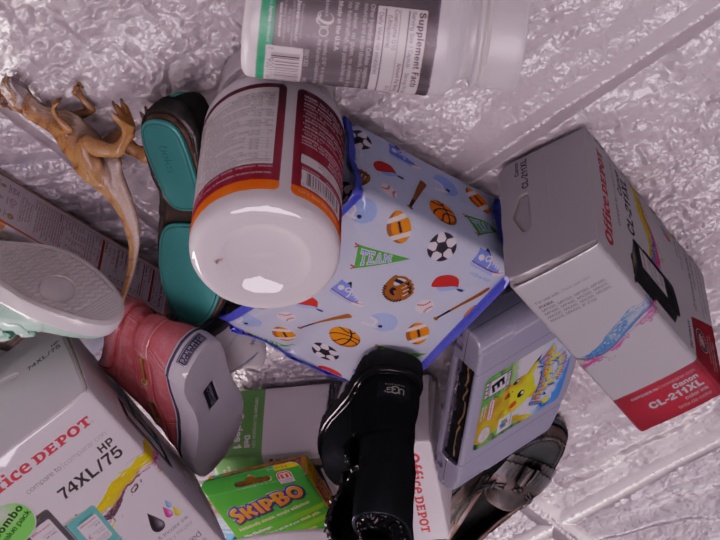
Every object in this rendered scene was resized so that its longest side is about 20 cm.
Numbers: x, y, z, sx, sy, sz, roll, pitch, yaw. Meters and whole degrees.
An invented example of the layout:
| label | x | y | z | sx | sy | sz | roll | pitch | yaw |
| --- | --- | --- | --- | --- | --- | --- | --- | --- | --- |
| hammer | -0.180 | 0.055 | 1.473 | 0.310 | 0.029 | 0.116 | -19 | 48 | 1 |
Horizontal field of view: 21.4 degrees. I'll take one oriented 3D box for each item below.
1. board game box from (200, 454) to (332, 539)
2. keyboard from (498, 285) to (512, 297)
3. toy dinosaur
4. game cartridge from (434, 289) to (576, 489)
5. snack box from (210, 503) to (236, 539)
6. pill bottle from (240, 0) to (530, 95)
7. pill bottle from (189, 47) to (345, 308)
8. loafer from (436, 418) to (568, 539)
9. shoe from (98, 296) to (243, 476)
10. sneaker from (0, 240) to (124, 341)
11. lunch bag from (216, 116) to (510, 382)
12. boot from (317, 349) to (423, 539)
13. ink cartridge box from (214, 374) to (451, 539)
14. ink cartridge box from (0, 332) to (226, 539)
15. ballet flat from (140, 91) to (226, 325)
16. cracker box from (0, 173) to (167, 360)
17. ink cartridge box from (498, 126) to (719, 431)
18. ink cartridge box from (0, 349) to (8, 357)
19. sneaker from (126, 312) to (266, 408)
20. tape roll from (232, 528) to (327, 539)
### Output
| label | x | y | z | sx | sy | sz | roll | pitch | yaw |
| --- | --- | --- | --- | --- | --- | --- | --- | --- | --- |
| board game box | -0.062 | 0.230 | 1.705 | 0.095 | 0.030 | 0.200 | -14 | 138 | 15 |
| keyboard | 0.132 | 0.064 | 1.673 | 0.056 | 0.011 | 0.200 | 2 | 134 | -7 |
| toy dinosaur | -0.203 | -0.084 | 1.503 | 0.106 | 0.060 | 0.200 | -33 | 98 | 27 |
| game cartridge | 0.129 | 0.092 | 1.628 | 0.040 | 0.133 | 0.200 | 39 | 144 | 28 |
| snack box | -0.172 | 0.264 | 1.851 | 0.199 | 0.037 | 0.116 | 1 | 134 | 1 |
| pill bottle | 0.017 | -0.186 | 1.368 | 0.199 | 0.113 | 0.113 | 5 | 133 | -3 |
| pill bottle | -0.066 | -0.076 | 1.413 | 0.109 | 0.200 | 0.110 | 1 | 133 | 1 |
| loafer | 0.128 | 0.214 | 1.774 | 0.072 | 0.063 | 0.200 | 24 | 130 | -24 |
| shoe | -0.158 | 0.095 | 1.589 | 0.091 | 0.072 | 0.200 | 29 | 154 | 19 |
| sneaker | -0.282 | 0.040 | 1.526 | 0.200 | 0.074 | 0.118 | 15 | 129 | 12 |
| lunch bag | 0.000 | 0.000 | 1.540 | 0.170 | 0.124 | 0.200 | 26 | 122 | -23 |
| boot | 0.002 | 0.182 | 1.546 | 0.076 | 0.169 | 0.200 | 12 | 145 | -7 |
| ink cartridge box | -0.022 | 0.178 | 1.732 | 0.199 | 0.084 | 0.146 | -6 | 134 | 8 |
| ink cartridge box | -0.235 | 0.173 | 1.556 | 0.147 | 0.146 | 0.200 | -38 | 120 | -1 |
| ballet flat | -0.126 | -0.053 | 1.508 | 0.068 | 0.068 | 0.201 | 11 | 127 | 21 |
| cracker box | -0.278 | 0.009 | 1.601 | 0.200 | 0.058 | 0.134 | 33 | 128 | -25 |
| ink cartridge box | 0.200 | 0.007 | 1.520 | 0.083 | 0.146 | 0.200 | -27 | 127 | 23 |
| ink cartridge box | -0.352 | 0.117 | 1.689 | 0.109 | 0.050 | 0.200 | 18 | 155 | -4 |
| sneaker | -0.171 | 0.095 | 1.671 | 0.200 | 0.075 | 0.087 | -25 | 132 | 24 |
| tape roll | -0.072 | 0.282 | 1.638 | 0.202 | 0.071 | 0.203 | -8 | 159 | -3 |
